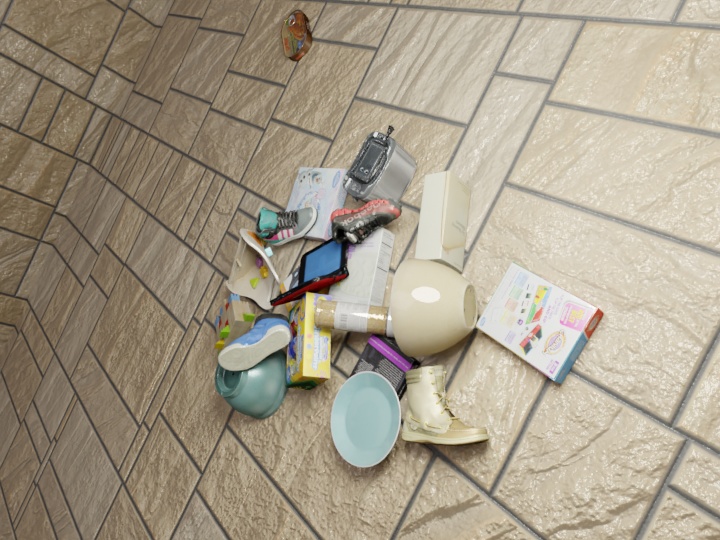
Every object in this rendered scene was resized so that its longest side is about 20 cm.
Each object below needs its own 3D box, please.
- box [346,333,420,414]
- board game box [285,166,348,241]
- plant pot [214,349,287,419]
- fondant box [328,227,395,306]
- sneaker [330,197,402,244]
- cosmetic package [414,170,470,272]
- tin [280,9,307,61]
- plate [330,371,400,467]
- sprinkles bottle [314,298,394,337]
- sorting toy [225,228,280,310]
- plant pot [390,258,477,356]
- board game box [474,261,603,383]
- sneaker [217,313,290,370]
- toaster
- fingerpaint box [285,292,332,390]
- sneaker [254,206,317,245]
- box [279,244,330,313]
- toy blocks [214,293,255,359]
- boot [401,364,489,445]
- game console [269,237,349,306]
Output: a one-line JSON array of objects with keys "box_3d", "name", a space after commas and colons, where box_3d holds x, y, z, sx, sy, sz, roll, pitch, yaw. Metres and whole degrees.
[{"box_3d": [0.036, 0.260, 1.298, 0.142, 0.036, 0.203, 33, 95, 43], "name": "box"}, {"box_3d": [-0.128, -0.190, 1.614, 0.197, 0.043, 0.204, 12, 82, 45], "name": "board game box"}, {"box_3d": [-0.304, 0.286, 1.522, 0.198, 0.133, 0.205, -18, 62, 36], "name": "plant pot"}, {"box_3d": [0.000, 0.000, 1.417, 0.142, 0.058, 0.205, 0, 73, 42], "name": "fondant box"}, {"box_3d": [0.009, -0.112, 1.361, 0.197, 0.071, 0.100, -11, 50, 29], "name": "sneaker"}, {"box_3d": [0.184, -0.105, 1.264, 0.072, 0.103, 0.205, -5, 71, 39], "name": "cosmetic package"}, {"box_3d": [-0.219, -0.801, 1.940, 0.111, 0.042, 0.204, -27, 57, 26], "name": "tin"}, {"box_3d": [0.014, 0.327, 1.253, 0.197, 0.025, 0.205, -16, 65, 36], "name": "plate"}, {"box_3d": [-0.006, 0.108, 1.306, 0.195, 0.068, 0.070, 6, 74, 7], "name": "sprinkles bottle"}, {"box_3d": [-0.289, 0.011, 1.632, 0.181, 0.105, 0.202, 50, 132, 31], "name": "sorting toy"}, {"box_3d": [0.163, 0.075, 1.158, 0.132, 0.200, 0.205, -2, 72, 30], "name": "plant pot"}, {"box_3d": [0.337, 0.095, 1.091, 0.199, 0.040, 0.155, 36, 99, 44], "name": "board game box"}, {"box_3d": [-0.270, 0.177, 1.456, 0.197, 0.078, 0.112, -28, 25, 5], "name": "sneaker"}, {"box_3d": [0.055, -0.248, 1.415, 0.113, 0.128, 0.203, 34, 96, 43], "name": "toaster"}, {"box_3d": [-0.131, 0.178, 1.405, 0.167, 0.072, 0.205, 139, 136, -60], "name": "fingerpaint box"}, {"box_3d": [-0.221, -0.138, 1.564, 0.198, 0.120, 0.085, -25, 60, 34], "name": "sneaker"}, {"box_3d": [-0.131, 0.027, 1.535, 0.200, 0.041, 0.120, -46, 49, 22], "name": "box"}, {"box_3d": [-0.375, 0.146, 1.663, 0.202, 0.098, 0.138, -58, 38, 34], "name": "toy blocks"}, {"box_3d": [0.168, 0.271, 1.150, 0.198, 0.072, 0.159, -12, 68, 44], "name": "boot"}, {"box_3d": [-0.129, -0.005, 1.428, 0.198, 0.171, 0.121, -26, 81, 41], "name": "game console"}]
